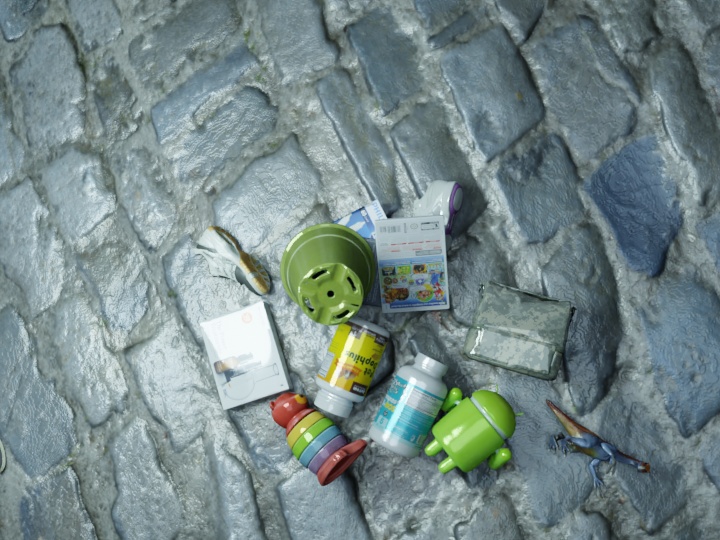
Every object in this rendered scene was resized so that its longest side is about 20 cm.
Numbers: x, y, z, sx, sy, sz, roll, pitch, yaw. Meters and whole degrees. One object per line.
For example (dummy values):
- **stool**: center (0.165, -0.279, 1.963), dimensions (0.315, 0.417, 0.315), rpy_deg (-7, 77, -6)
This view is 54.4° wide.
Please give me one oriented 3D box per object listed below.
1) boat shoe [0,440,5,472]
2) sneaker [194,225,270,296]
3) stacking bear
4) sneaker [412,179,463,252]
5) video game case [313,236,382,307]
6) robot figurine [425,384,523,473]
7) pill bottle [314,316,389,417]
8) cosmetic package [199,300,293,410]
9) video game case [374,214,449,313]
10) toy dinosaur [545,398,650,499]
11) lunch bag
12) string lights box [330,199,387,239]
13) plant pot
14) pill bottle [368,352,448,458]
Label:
- **boat shoe**: center (-0.861, 0.367, 1.564), dimensions (0.072, 0.065, 0.200), rpy_deg (-27, 80, 1)
- **sneaker**: center (-0.283, -0.006, 1.550), dimensions (0.200, 0.076, 0.088), rpy_deg (46, 105, 14)
- **stacking bear**: center (-0.105, 0.335, 1.454), dimensions (0.200, 0.121, 0.114), rpy_deg (44, 116, 20)
- **sneaker**: center (0.153, -0.100, 1.511), dimensions (0.100, 0.075, 0.200), rpy_deg (17, 87, 34)
- **video game case**: center (0.000, 0.000, 1.483), dimensions (0.200, 0.019, 0.143), rpy_deg (9, 104, -6)
- **robot figurine**: center (0.225, 0.322, 1.407), dimensions (0.200, 0.116, 0.175), rpy_deg (-40, 71, 0)
- **pill bottle**: center (-0.023, 0.198, 1.460), dimensions (0.109, 0.109, 0.200), rpy_deg (22, 85, 10)
- **cosmetic package**: center (-0.248, 0.184, 1.521), dimensions (0.151, 0.052, 0.200), rpy_deg (-19, 80, 1)
- **video game case**: center (0.108, -0.012, 1.461), dimensions (0.143, 0.018, 0.200), rpy_deg (-4, 105, 5)
- **toy dinosaur**: center (0.479, 0.348, 1.391), dimensions (0.181, 0.105, 0.200), rpy_deg (3, 69, -13)
- **lunch bag**: center (0.319, 0.119, 1.412), dimensions (0.200, 0.139, 0.168), rpy_deg (16, 85, 8)
- **string lights box**: center (-0.027, -0.062, 1.521), dimensions (0.200, 0.059, 0.103), rpy_deg (-27, 83, 3)
- **plant pot**: center (-0.060, 0.023, 1.378), dimensions (0.200, 0.190, 0.200), rpy_deg (-1, 105, -5)
- **pill bottle**: center (0.106, 0.272, 1.433), dimensions (0.111, 0.111, 0.200), rpy_deg (26, 85, 10)
